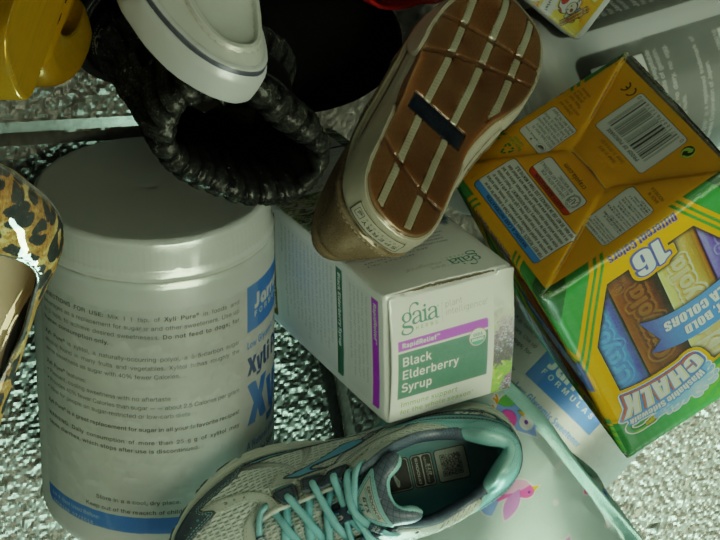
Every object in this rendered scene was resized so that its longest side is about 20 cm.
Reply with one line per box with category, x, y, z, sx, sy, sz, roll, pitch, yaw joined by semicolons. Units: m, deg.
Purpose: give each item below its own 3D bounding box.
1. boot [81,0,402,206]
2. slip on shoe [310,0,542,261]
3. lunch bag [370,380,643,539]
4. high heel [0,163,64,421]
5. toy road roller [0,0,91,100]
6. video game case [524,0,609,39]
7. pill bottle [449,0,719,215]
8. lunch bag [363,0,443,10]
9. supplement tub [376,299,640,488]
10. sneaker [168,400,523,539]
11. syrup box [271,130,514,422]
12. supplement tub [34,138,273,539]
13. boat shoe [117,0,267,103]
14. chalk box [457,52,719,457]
boot;-0.043;-0.097;1.381;0.211;0.158;0.079;-3;117;-30
slip on shoe;0.034;-0.077;1.392;0.076;0.061;0.200;41;49;-16
lunch bag;0.060;0.159;1.469;0.170;0.122;0.200;-40;112;-2
high heel;-0.195;0.037;1.286;0.071;0.200;0.143;13;66;-7
toy road roller;-0.193;-0.127;1.257;0.123;0.200;0.146;2;139;13
video game case;0.123;-0.246;1.390;0.200;0.023;0.182;-53;134;3
pill bottle;0.136;-0.106;1.518;0.200;0.114;0.114;-18;124;-22
lunch bag;0.044;-0.225;1.415;0.200;0.082;0.176;10;111;-36
supplement tub;0.090;0.103;1.594;0.200;0.132;0.132;-47;130;0
sneaker;-0.007;0.117;1.358;0.200;0.086;0.078;-23;91;-9
syrup box;0.000;0.000;1.435;0.079;0.200;0.081;-15;122;-25
supplement tub;-0.112;0.043;1.425;0.132;0.132;0.200;-14;123;-25
boat shoe;-0.083;-0.173;1.285;0.072;0.200;0.066;12;134;-34
chalk box;0.154;0.006;1.447;0.124;0.125;0.200;-32;135;-3
